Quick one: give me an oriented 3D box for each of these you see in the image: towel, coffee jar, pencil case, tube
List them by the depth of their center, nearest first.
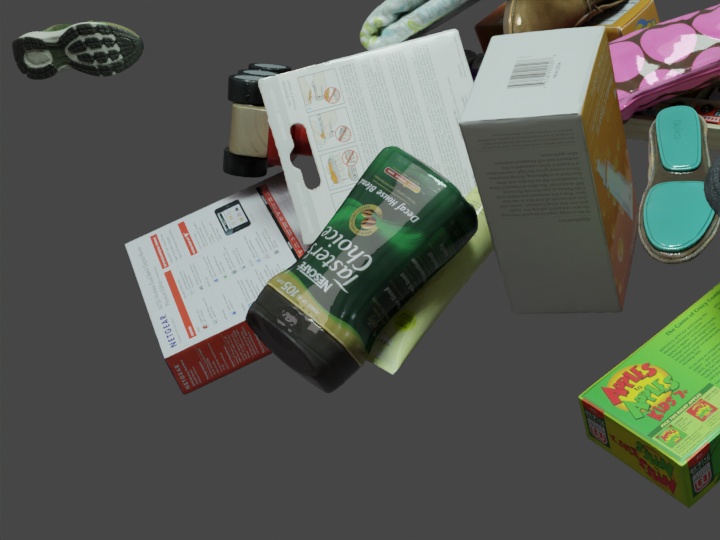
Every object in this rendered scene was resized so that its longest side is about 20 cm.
[{"bbox_3d":[0.000,0.000,1.020,0.104,0.085,0.200,36,81,28],"label":"coffee jar"},{"bbox_3d":[0.064,0.005,1.070,0.200,0.052,0.058,-47,6,-19],"label":"tube"},{"bbox_3d":[0.295,-0.191,1.126,0.199,0.091,0.094,-22,44,2],"label":"pencil case"},{"bbox_3d":[0.097,-0.284,1.201,0.199,0.048,0.171,-30,5,18],"label":"towel"}]

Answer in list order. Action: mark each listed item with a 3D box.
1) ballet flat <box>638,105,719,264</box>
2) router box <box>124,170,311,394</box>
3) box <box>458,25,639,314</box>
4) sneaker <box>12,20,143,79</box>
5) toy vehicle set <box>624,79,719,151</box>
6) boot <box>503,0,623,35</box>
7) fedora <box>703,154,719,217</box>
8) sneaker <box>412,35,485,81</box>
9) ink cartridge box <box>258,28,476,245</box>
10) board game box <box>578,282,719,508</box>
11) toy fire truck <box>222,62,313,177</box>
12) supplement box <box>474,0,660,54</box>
[{"bbox_3d":[0.272,-0.058,1.031,0.068,0.068,0.201,2,44,18],"label":"ballet flat"},{"bbox_3d":[-0.116,0.004,1.153,0.179,0.049,0.200,-25,38,-5],"label":"router box"},{"bbox_3d":[0.161,-0.079,0.999,0.097,0.201,0.125,-1,42,23],"label":"box"},{"bbox_3d":[-0.371,-0.311,1.645,0.199,0.077,0.089,2,34,24],"label":"sneaker"},{"bbox_3d":[0.356,-0.160,1.150,0.199,0.027,0.124,13,49,36],"label":"toy vehicle set"},{"bbox_3d":[0.203,-0.264,1.175,0.075,0.074,0.200,9,40,36],"label":"boot"},{"bbox_3d":[0.346,-0.030,0.867,0.199,0.092,0.201,-6,32,4],"label":"fedora"},{"bbox_3d":[0.097,-0.182,1.267,0.200,0.080,0.089,26,81,50],"label":"sneaker"},{"bbox_3d":[0.019,-0.123,1.138,0.199,0.162,0.050,-16,-1,-9],"label":"ink cartridge box"},{"bbox_3d":[0.268,0.073,0.889,0.199,0.048,0.101,-35,39,-19],"label":"board game box"},{"bbox_3d":[-0.028,-0.163,1.239,0.198,0.130,0.176,7,15,3],"label":"toy fire truck"},{"bbox_3d":[0.214,-0.237,1.258,0.069,0.067,0.199,-39,33,-26],"label":"supplement box"}]
